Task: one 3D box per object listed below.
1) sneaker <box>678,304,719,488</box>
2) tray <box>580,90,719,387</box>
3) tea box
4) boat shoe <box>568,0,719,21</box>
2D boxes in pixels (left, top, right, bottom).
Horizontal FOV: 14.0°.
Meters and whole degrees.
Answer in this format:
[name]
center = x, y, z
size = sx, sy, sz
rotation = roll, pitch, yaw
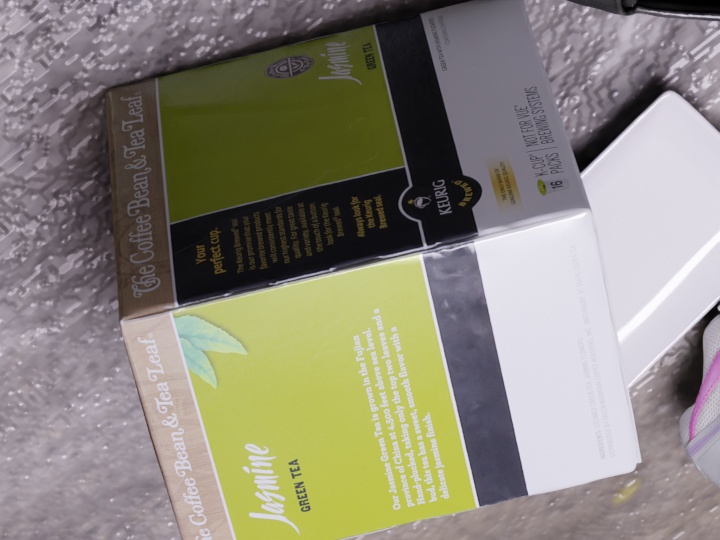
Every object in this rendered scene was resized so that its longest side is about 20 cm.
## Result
[sneaker]
center = 0.212, 0.024, 1.405
size = 0.081, 0.088, 0.201
rotation = 38, 81, -37
[tray]
center = 0.107, 0.009, 1.401
size = 0.107, 0.022, 0.200
rotation = 38, 103, -28
[tea box]
center = 0.000, 0.000, 1.251
size = 0.196, 0.200, 0.134
rotation = -12, 122, 2
[boat shoe]
center = 0.109, -0.152, 1.289
size = 0.200, 0.063, 0.074
rotation = 4, 120, -16
